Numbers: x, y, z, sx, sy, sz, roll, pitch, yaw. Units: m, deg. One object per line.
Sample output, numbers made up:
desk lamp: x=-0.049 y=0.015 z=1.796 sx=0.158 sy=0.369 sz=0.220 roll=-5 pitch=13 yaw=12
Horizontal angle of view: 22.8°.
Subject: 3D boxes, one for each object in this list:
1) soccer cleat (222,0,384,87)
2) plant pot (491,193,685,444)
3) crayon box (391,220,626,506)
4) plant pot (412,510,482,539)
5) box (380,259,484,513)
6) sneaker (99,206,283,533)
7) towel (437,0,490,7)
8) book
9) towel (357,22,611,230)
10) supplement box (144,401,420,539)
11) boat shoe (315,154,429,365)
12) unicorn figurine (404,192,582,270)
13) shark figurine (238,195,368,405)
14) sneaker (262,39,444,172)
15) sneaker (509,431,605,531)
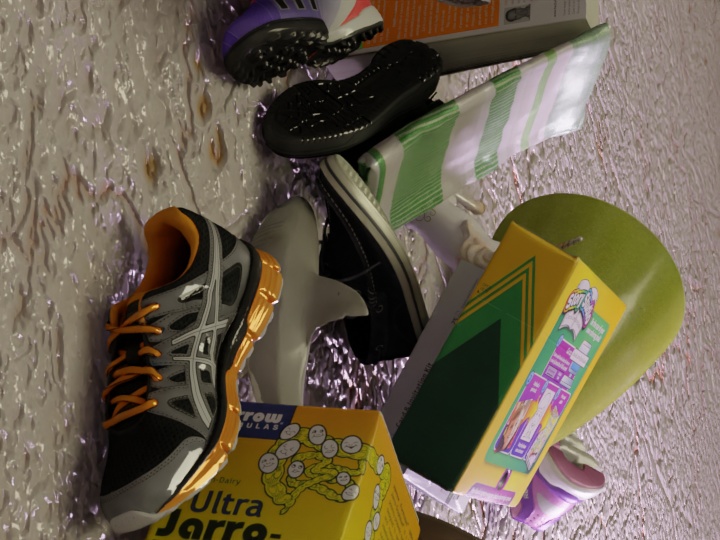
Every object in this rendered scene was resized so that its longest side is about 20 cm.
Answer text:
soccer cleat: x=-0.049 y=-0.172 z=1.190 sx=0.073 sy=0.068 sz=0.200 roll=58 pitch=26 yaw=1
plant pot: x=0.156 y=0.065 z=1.528 sx=0.200 sy=0.187 sz=0.187 roll=-50 pitch=132 yaw=-44
crayon box: x=0.105 y=0.071 z=1.228 sx=0.173 sy=0.058 sz=0.200 roll=-62 pitch=160 yaw=-1
plant pot: x=0.015 y=0.266 z=1.048 sx=0.174 sy=0.200 sz=0.200 roll=-54 pitch=136 yaw=-35
box: x=0.075 y=0.092 z=1.326 sx=0.156 sy=0.041 sz=0.200 roll=-62 pitch=161 yaw=-6
sneaker: x=-0.105 y=0.051 z=0.949 sx=0.077 sy=0.078 sz=0.200 roll=44 pitch=40 yaw=-29
towel: x=0.040 y=-0.232 z=1.062 sx=0.200 sy=0.034 sz=0.133 roll=-7 pitch=94 yaw=-69
book: x=0.077 y=-0.214 z=1.324 sx=0.048 sy=0.200 sz=0.134 roll=50 pitch=38 yaw=-52
towel: x=0.084 y=-0.094 z=1.279 sx=0.023 sy=0.200 sz=0.153 roll=58 pitch=-13 yaw=17
supplement box: x=-0.052 y=0.180 z=0.940 sx=0.110 sy=0.109 sz=0.200 roll=73 pitch=27 yaw=-44
boat shoe: x=0.000 y=0.000 z=1.229 sx=0.075 sy=0.062 sz=0.200 roll=60 pitch=-6 yaw=39
unicorn figurine: x=0.088 y=-0.022 z=1.379 sx=0.074 sy=0.200 sz=0.137 roll=-63 pitch=155 yaw=1
shark figurine: x=-0.031 y=0.051 z=1.119 sx=0.128 sy=0.089 sz=0.215 roll=11 pitch=71 yaw=-68
sneaker: x=0.000 y=-0.097 z=1.264 sx=0.200 sy=0.060 sz=0.104 roll=-33 pitch=152 yaw=-40
sneaker: x=0.156 y=0.163 z=1.617 sx=0.080 sy=0.089 sz=0.200 roll=27 pitch=23 yaw=-17
